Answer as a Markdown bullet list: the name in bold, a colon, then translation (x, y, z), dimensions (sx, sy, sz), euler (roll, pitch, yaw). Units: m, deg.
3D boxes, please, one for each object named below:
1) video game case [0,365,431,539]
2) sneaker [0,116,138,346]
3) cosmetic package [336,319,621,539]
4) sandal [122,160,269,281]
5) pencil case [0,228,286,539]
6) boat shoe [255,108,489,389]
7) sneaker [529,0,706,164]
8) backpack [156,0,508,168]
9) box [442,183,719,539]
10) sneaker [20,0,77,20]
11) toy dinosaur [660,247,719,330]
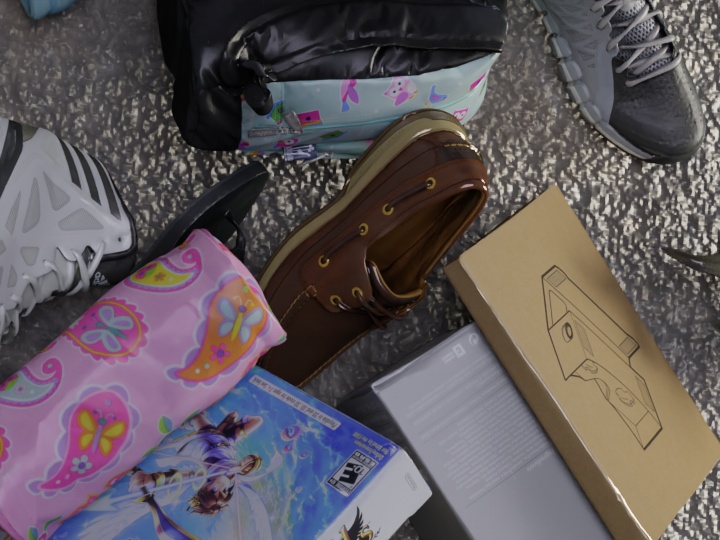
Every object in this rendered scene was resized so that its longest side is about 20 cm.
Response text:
- **video game case**: translation (-0.089, 0.138, 1.282), dimensions (0.181, 0.199, 0.046), euler (-47, 131, -16)
- **sneaker**: translation (-0.184, 0.004, 1.328), dimensions (0.115, 0.076, 0.202), euler (17, 56, -15)
- **cosmetic package**: translation (0.080, 0.136, 1.381), dimensions (0.090, 0.107, 0.201), euler (-30, 88, -16)
- **sandal**: translation (-0.114, 0.022, 1.364), dimensions (0.048, 0.075, 0.201), euler (40, 83, 10)
- **pencil case**: translation (-0.137, 0.066, 1.288), dimensions (0.200, 0.087, 0.088), euler (-41, 93, -7)
- **boat shoe**: translation (0.001, 0.000, 1.356), dimensions (0.072, 0.068, 0.200), euler (22, 114, -43)
- **sneaker**: translation (0.159, -0.159, 1.439), dimensions (0.075, 0.115, 0.201), euler (-35, 91, -16)
- **backpack**: translation (-0.016, -0.141, 1.378), dimensions (0.198, 0.127, 0.168), euler (-2, 62, -17)
- **box**: translation (0.137, 0.056, 1.397), dimensions (0.201, 0.021, 0.163), euler (58, 29, -1)
- **sneaker**: translation (-0.232, -0.233, 1.371), dimensions (0.200, 0.074, 0.082), euler (46, 71, -3)
- **toy dinosaur**: translation (0.274, 0.019, 1.476), dimensions (0.199, 0.077, 0.103), euler (22, 65, -5)
